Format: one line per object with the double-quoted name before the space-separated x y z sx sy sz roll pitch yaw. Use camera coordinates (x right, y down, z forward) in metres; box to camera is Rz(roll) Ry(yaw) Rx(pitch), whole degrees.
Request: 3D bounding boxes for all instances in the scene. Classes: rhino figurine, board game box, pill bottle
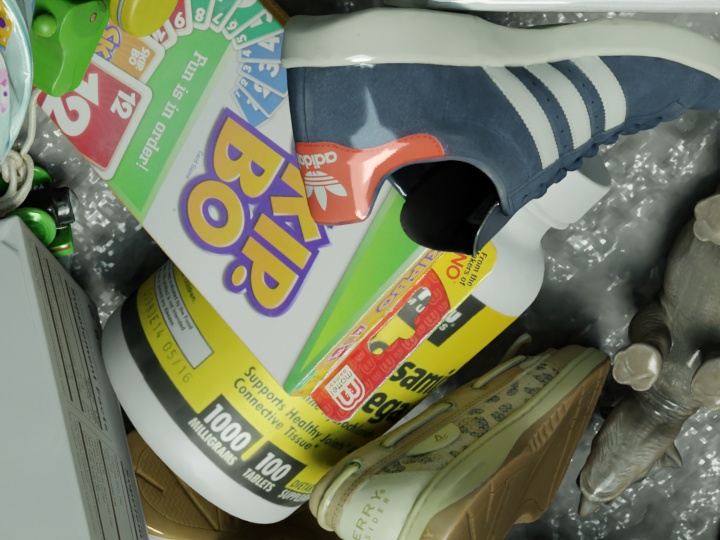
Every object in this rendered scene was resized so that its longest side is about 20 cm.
"rhino figurine" 0.143 0.029 1.127 0.060 0.087 0.201 31 115 7
"board game box" -0.044 -0.044 1.016 0.096 0.030 0.200 -46 75 15
"pill bottle" 0.000 0.000 1.070 0.200 0.113 0.112 -42 117 16

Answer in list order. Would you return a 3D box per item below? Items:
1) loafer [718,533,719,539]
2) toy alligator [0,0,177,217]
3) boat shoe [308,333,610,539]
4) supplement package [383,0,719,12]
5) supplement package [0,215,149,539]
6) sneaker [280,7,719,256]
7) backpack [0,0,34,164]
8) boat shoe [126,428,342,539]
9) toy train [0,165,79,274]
"loafer" 0.211 0.077 1.168 0.073 0.071 0.201 1 119 -9
"toy alligator" -0.107 -0.109 1.001 0.059 0.054 0.201 33 100 22
"boat shoe" 0.048 0.069 1.091 0.062 0.200 0.074 25 112 17
"supplement package" 0.113 -0.154 0.979 0.199 0.117 0.118 0 96 -9
"supplement package" -0.194 0.095 1.042 0.199 0.157 0.111 -18 158 6
"sneaker" 0.055 -0.048 0.962 0.199 0.075 0.085 -2 92 -35
"backpack" -0.201 -0.089 0.846 0.199 0.127 0.167 29 122 -21
"boat shoe" -0.034 0.119 1.167 0.199 0.071 0.069 19 142 -26
"toy train" -0.210 0.004 1.086 0.199 0.042 0.057 -12 130 -2
